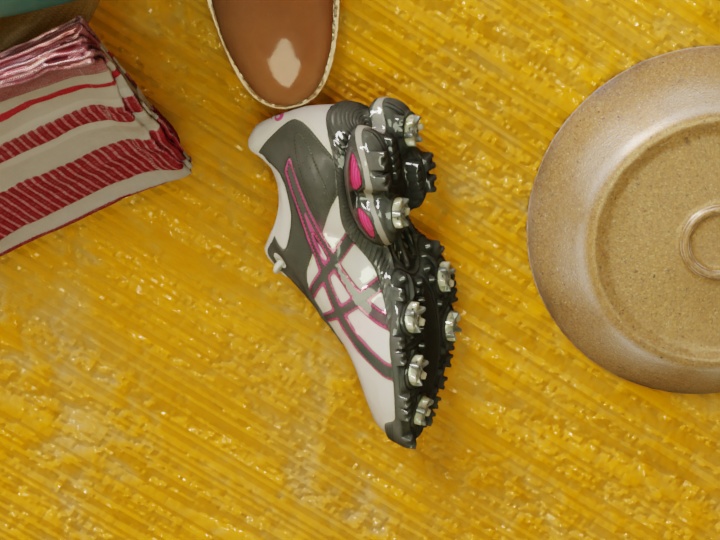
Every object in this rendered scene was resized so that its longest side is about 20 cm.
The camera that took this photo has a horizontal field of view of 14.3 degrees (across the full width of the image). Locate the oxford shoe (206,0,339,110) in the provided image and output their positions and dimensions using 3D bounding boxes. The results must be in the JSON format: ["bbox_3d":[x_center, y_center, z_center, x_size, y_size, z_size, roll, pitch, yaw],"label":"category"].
[{"bbox_3d":[-0.047,-0.171,1.457,0.071,0.071,0.200,-7,112,-4],"label":"oxford shoe"}]

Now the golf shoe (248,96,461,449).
[{"bbox_3d":[0.000,0.000,1.531,0.088,0.077,0.200,2,117,24],"label":"golf shoe"}]

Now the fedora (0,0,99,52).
[{"bbox_3d":[-0.219,-0.166,1.425,0.200,0.082,0.201,0,88,-8],"label":"fedora"}]

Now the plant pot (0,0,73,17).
[{"bbox_3d":[-0.197,-0.197,1.300,0.188,0.200,0.200,-19,110,6],"label":"plant pot"}]

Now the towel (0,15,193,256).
[{"bbox_3d":[-0.172,-0.056,1.436,0.144,0.200,0.023,-24,70,5],"label":"towel"}]

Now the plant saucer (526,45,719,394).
[{"bbox_3d":[0.191,-0.020,1.546,0.200,0.035,0.201,-2,110,-4],"label":"plant saucer"}]
